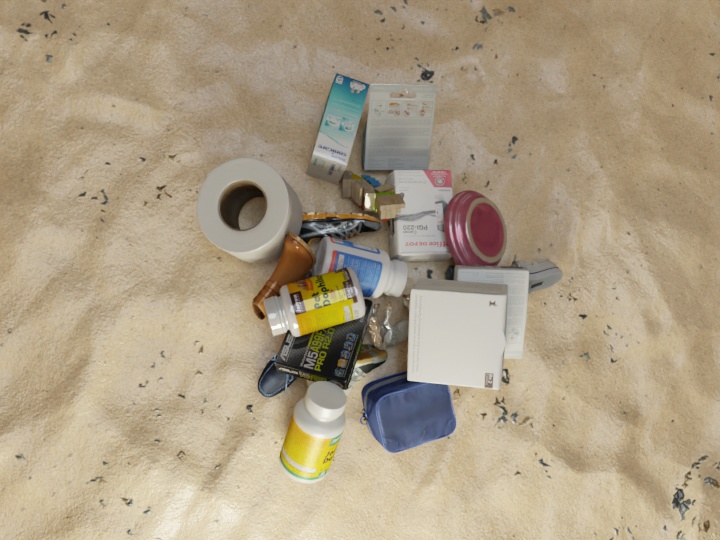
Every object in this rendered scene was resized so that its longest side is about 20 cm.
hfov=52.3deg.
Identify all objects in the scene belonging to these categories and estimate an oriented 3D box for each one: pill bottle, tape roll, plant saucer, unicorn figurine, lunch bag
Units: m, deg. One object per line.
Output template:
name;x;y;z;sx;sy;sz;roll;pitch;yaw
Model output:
pill bottle;-0.094;0.331;1.514;0.111;0.113;0.202;14;119;-8
tape roll;-0.234;-0.125;1.574;0.200;0.139;0.206;-1;82;8
plant saucer;0.275;-0.089;1.692;0.199;0.051;0.203;10;75;-41
pill bottle;0.000;0.000;1.634;0.198;0.112;0.114;14;78;-17
unicorn figurine;0.107;0.127;1.663;0.198;0.074;0.139;-17;92;-11
pill bottle;-0.096;0.070;1.518;0.198;0.109;0.111;-17;84;-8
lunch bag;0.094;0.302;1.599;0.198;0.132;0.138;-13;100;-13

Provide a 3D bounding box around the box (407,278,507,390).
box;0.206;0.129;1.543;0.197;0.131;0.202;4;99;12

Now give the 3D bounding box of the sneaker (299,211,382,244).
sneaker;-0.048;-0.095;1.671;0.197;0.078;0.078;-1;92;-7

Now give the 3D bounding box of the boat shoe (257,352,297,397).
boat shoe;-0.150;0.191;1.599;0.084;0.069;0.200;41;75;-2

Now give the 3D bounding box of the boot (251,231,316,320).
boot;-0.170;0.018;1.558;0.073;0.201;0.155;37;66;21

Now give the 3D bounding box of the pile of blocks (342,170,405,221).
pile of blocks;0.028;-0.165;1.672;0.081;0.063;0.200;-22;42;-31

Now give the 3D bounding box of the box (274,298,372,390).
box;-0.075;0.139;1.564;0.158;0.044;0.202;14;60;10

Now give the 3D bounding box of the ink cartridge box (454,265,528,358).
ink cartridge box;0.288;0.092;1.636;0.158;0.047;0.203;1;101;-1

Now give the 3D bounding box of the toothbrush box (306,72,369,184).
toothbrush box;-0.053;-0.318;1.666;0.084;0.146;0.202;16;79;-7

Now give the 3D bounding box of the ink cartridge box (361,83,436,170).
ink cartridge box;0.087;-0.332;1.693;0.158;0.047;0.202;-1;116;-11

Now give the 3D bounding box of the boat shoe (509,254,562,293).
boat shoe;0.379;0.004;1.729;0.200;0.075;0.086;-14;53;-25

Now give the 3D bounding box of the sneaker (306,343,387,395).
sneaker;-0.029;0.228;1.625;0.198;0.076;0.089;-16;114;-23

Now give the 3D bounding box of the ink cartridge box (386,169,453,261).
ink cartridge box;0.140;-0.127;1.703;0.144;0.085;0.203;-2;83;-11
